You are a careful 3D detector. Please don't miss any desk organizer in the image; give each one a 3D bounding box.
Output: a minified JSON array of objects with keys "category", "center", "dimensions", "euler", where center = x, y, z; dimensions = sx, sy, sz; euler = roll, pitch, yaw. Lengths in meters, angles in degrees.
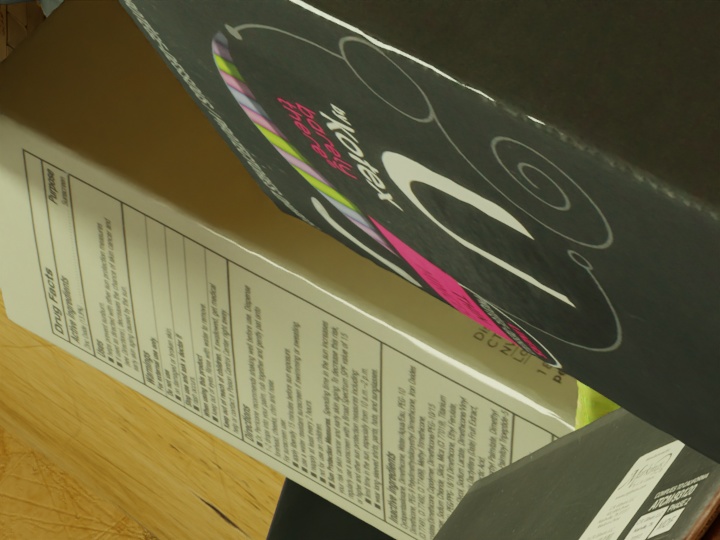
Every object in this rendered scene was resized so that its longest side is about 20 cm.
[{"category":"desk organizer","center":[0.067,0.076,0.587],"dimensions":[0.077,0.072,0.200],"euler":[41,157,-4]}]

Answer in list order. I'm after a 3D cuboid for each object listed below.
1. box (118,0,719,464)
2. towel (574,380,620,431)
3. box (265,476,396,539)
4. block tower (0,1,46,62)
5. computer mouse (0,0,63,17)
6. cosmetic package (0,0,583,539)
[{"category":"box","center":[0.061,-0.039,0.460],"dimensions":[0.200,0.106,0.122],"euler":[30,167,37]},{"category":"towel","center":[0.142,0.082,0.664],"dimensions":[0.199,0.023,0.144],"euler":[16,141,13]},{"category":"box","center":[0.018,0.116,0.944],"dimensions":[0.078,0.201,0.141],"euler":[8,152,19]},{"category":"block tower","center":[-0.131,-0.062,1.013],"dimensions":[0.200,0.054,0.058],"euler":[40,-153,-37]},{"category":"computer mouse","center":[-0.117,-0.098,0.873],"dimensions":[0.140,0.046,0.200],"euler":[45,169,-35]},{"category":"cosmetic package","center":[0.000,0.000,0.776],"dimensions":[0.199,0.087,0.104],"euler":[28,148,21]}]
